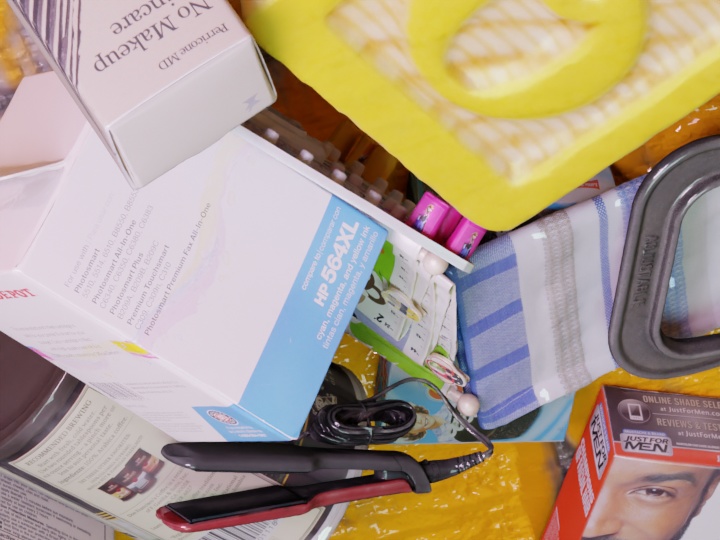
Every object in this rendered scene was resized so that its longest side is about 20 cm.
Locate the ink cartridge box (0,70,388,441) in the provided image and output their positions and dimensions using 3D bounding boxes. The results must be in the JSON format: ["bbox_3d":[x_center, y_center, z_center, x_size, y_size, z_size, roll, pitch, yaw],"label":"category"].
[{"bbox_3d":[-0.114,-0.014,1.466,0.200,0.126,0.128,34,161,-26],"label":"ink cartridge box"}]

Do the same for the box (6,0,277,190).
[{"bbox_3d":[-0.125,-0.141,1.301,0.082,0.200,0.068,-34,156,-7],"label":"box"}]

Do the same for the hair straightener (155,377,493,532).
[{"bbox_3d":[-0.016,0.094,1.579,0.199,0.041,0.077,-4,105,-25],"label":"hair straightener"}]

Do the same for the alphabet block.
[{"bbox_3d":[0.066,-0.177,1.357,0.195,0.200,0.196,-34,129,26],"label":"alphabet block"}]

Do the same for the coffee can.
[{"bbox_3d":[-0.115,0.078,1.631,0.200,0.147,0.146,30,125,-32],"label":"coffee can"}]

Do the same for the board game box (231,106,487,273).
[{"bbox_3d":[-0.045,-0.079,1.440,0.200,0.200,0.026,31,95,-20],"label":"board game box"}]

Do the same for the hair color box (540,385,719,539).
[{"bbox_3d":[0.179,0.164,1.809,0.110,0.064,0.200,6,133,-11],"label":"hair color box"}]

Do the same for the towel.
[{"bbox_3d":[0.145,0.008,1.631,0.199,0.024,0.147,-22,140,-9],"label":"towel"}]

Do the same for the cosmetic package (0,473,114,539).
[{"bbox_3d":[-0.203,0.155,1.662,0.103,0.200,0.087,29,127,-29],"label":"cosmetic package"}]

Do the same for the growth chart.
[{"bbox_3d":[0.000,0.000,1.576,0.144,0.018,0.200,31,161,20],"label":"growth chart"}]

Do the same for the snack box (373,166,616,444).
[{"bbox_3d":[0.075,0.021,1.671,0.116,0.037,0.200,-1,135,-9],"label":"snack box"}]

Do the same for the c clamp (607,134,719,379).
[{"bbox_3d":[0.222,-0.017,1.609,0.170,0.027,0.200,-6,132,-23],"label":"c clamp"}]
